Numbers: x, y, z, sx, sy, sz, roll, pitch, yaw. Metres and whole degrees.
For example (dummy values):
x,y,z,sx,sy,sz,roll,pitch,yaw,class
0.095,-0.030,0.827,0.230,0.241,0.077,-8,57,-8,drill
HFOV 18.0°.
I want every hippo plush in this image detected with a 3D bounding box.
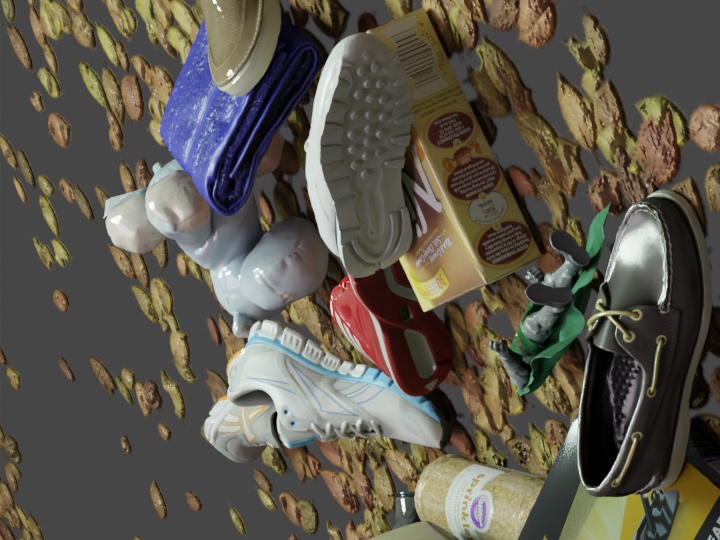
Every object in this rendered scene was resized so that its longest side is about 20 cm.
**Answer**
x,y,z,sx,sy,sz,roll,pitch,yaw,class
-0.120,-0.019,1.917,0.200,0.159,0.161,-23,104,47,hippo plush

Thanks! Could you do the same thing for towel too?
x,y,z,sx,sy,sz,roll,pitch,yaw,class
-0.104,-0.138,1.767,0.148,0.049,0.200,-60,23,8,towel

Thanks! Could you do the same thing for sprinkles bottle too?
x,y,z,sx,sy,sz,roll,pitch,yaw,class
0.118,0.188,1.750,0.200,0.068,0.068,7,119,62,sprinkles bottle

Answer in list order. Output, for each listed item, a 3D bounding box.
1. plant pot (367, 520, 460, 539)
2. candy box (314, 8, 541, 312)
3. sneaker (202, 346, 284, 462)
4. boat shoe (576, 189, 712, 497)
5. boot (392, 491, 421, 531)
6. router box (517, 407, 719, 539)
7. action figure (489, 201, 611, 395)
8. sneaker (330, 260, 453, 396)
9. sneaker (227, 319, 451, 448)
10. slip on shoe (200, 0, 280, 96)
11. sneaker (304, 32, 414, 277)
x,y,z,sx,sy,sz,roll,pitch,yaw,class
0.049,0.272,1.732,0.200,0.135,0.200,36,179,1,plant pot
0.047,-0.078,1.658,0.200,0.055,0.115,65,156,2,candy box
-0.087,0.141,2.106,0.092,0.076,0.200,50,153,19,sneaker
0.178,0.050,1.457,0.072,0.060,0.202,19,111,50,boat shoe
0.049,0.286,1.933,0.070,0.132,0.200,9,141,8,boot
0.185,0.198,1.548,0.157,0.052,0.200,42,119,40,router box
0.127,0.037,1.573,0.055,0.118,0.200,26,159,6,action figure
0.000,0.000,1.799,0.115,0.078,0.200,24,132,53,sneaker
-0.021,0.118,1.873,0.200,0.087,0.075,21,157,24,sneaker
-0.102,-0.219,1.702,0.076,0.060,0.200,-34,44,43,slip on shoe
-0.011,-0.090,1.616,0.081,0.076,0.200,-126,28,-43,sneaker
